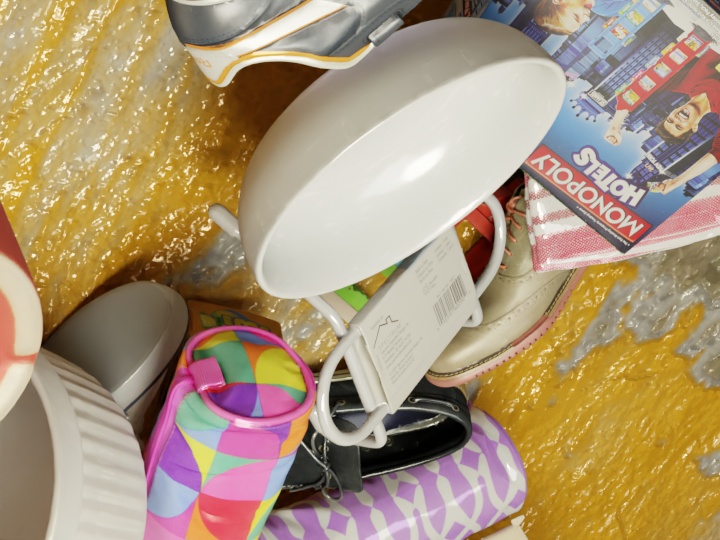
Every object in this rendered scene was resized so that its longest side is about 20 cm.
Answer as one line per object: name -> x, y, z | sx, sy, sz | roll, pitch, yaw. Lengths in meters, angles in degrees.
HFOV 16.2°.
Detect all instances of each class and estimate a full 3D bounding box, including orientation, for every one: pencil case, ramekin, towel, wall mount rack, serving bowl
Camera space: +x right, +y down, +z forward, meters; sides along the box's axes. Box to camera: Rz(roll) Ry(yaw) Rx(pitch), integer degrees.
pencil case -> 0.015, 0.156, 1.665 | 0.199, 0.086, 0.084 | -25, 156, -22
ramekin -> -0.211, 0.128, 1.393 | 0.200, 0.200, 0.105 | -53, 148, 11
towel -> 0.158, -0.108, 1.547 | 0.146, 0.030, 0.201 | -12, 102, -22
pencil case -> -0.090, 0.125, 1.434 | 0.088, 0.088, 0.200 | -6, 134, -35
wall mount rack -> 0.000, 0.000, 1.480 | 0.200, 0.074, 0.174 | -49, 132, -36
serving bowl -> 0.012, -0.072, 1.367 | 0.200, 0.066, 0.200 | -30, 160, -12

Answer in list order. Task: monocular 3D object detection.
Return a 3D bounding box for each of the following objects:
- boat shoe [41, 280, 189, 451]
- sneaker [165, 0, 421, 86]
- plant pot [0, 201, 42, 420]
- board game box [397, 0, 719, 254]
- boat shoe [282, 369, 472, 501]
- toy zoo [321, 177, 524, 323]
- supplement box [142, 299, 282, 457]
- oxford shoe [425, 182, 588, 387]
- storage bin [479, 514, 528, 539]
boat shoe -> -0.158, 0.095, 1.491 | 0.202, 0.075, 0.086 | -48, 138, 9
sneaker -> -0.001, -0.154, 1.238 | 0.199, 0.079, 0.080 | -20, 128, -8
plant pot -> -0.258, -0.002, 1.259 | 0.200, 0.177, 0.201 | -20, 133, -24
board game box -> 0.117, -0.111, 1.458 | 0.200, 0.062, 0.200 | 38, 118, -23
boat shoe -> -0.021, 0.107, 1.604 | 0.199, 0.062, 0.075 | -14, 133, -14
toy zoo -> 0.057, -0.043, 1.586 | 0.200, 0.020, 0.131 | -46, 139, 3
supplement box -> -0.100, 0.124, 1.538 | 0.068, 0.067, 0.201 | 11, 112, -10
oxford shoe -> 0.101, -0.014, 1.587 | 0.200, 0.070, 0.075 | -46, 124, -11
storage bin -> 0.032, 0.278, 1.727 | 0.199, 0.094, 0.199 | -25, 160, -20
